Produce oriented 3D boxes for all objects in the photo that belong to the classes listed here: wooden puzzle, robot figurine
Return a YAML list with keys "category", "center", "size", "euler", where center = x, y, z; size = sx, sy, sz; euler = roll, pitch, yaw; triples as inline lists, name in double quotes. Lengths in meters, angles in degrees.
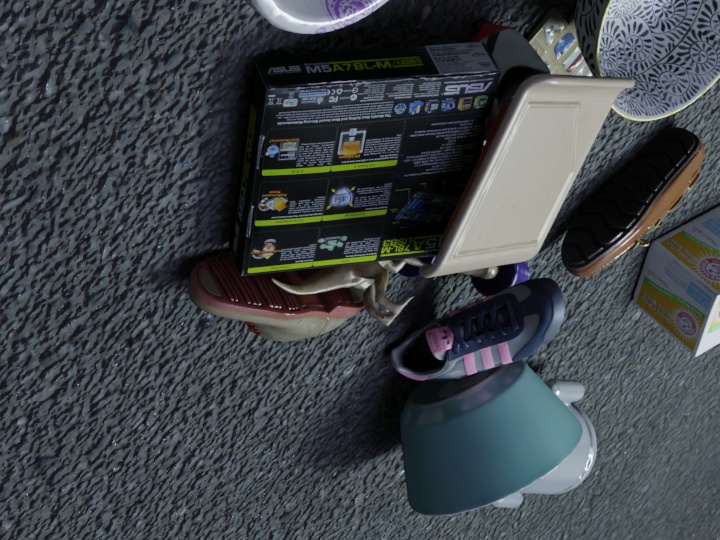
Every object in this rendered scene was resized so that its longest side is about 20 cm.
- category: "wooden puzzle"
  center: [0.137, -0.084, 1.425]
  size: [0.184, 0.037, 0.201]
  euler: [-8, 133, -58]
- category: "robot figurine"
  center: [0.201, 0.199, 1.950]
  size: [0.199, 0.113, 0.171]
  euler: [15, 110, -56]

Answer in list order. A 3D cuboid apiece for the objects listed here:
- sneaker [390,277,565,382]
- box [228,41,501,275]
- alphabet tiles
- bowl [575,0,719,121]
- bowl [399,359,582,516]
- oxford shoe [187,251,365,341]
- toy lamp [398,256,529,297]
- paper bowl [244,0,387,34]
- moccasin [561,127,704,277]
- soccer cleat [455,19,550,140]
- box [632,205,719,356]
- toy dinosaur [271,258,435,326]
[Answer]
- category: "sneaker"
  center: [0.112, 0.065, 1.661]
  size: [0.081, 0.071, 0.199]
  euler: [0, 156, -43]
- category: "box"
  center: [0.001, -0.088, 1.368]
  size: [0.198, 0.048, 0.194]
  euler: [-7, 136, -19]
- category: "alphabet tiles"
  center: [0.184, -0.170, 1.609]
  size: [0.167, 0.006, 0.200]
  euler: [-50, 150, 4]
- category: "bowl"
  center: [0.257, -0.245, 1.514]
  size: [0.199, 0.094, 0.202]
  euler: [-23, 134, -26]
- category: "bowl"
  center: [0.119, 0.157, 1.758]
  size: [0.200, 0.200, 0.106]
  euler: [-32, 103, -25]
- category: "oxford shoe"
  center: [-0.079, 0.034, 1.449]
  size: [0.199, 0.071, 0.075]
  euler: [9, 134, -48]
- category: "toy lamp"
  center: [0.104, -0.007, 1.645]
  size: [0.058, 0.058, 0.199]
  euler: [-56, 150, 14]
- category: "paper bowl"
  center: [-0.027, -0.268, 1.128]
  size: [0.200, 0.104, 0.202]
  euler: [-32, 146, -25]
- category: "moccasin"
  center: [0.292, -0.065, 1.812]
  size: [0.202, 0.073, 0.078]
  euler: [-48, 143, -18]
- category: "soccer cleat"
  center: [0.074, -0.130, 1.436]
  size: [0.200, 0.085, 0.069]
  euler: [-40, 149, -13]
- category: "box"
  center: [0.438, -0.001, 2.024]
  size: [0.199, 0.112, 0.102]
  euler: [-25, 143, -31]
- category: "toy dinosaur"
  center: [0.000, 0.000, 1.473]
  size: [0.200, 0.101, 0.058]
  euler: [-41, 174, -41]
